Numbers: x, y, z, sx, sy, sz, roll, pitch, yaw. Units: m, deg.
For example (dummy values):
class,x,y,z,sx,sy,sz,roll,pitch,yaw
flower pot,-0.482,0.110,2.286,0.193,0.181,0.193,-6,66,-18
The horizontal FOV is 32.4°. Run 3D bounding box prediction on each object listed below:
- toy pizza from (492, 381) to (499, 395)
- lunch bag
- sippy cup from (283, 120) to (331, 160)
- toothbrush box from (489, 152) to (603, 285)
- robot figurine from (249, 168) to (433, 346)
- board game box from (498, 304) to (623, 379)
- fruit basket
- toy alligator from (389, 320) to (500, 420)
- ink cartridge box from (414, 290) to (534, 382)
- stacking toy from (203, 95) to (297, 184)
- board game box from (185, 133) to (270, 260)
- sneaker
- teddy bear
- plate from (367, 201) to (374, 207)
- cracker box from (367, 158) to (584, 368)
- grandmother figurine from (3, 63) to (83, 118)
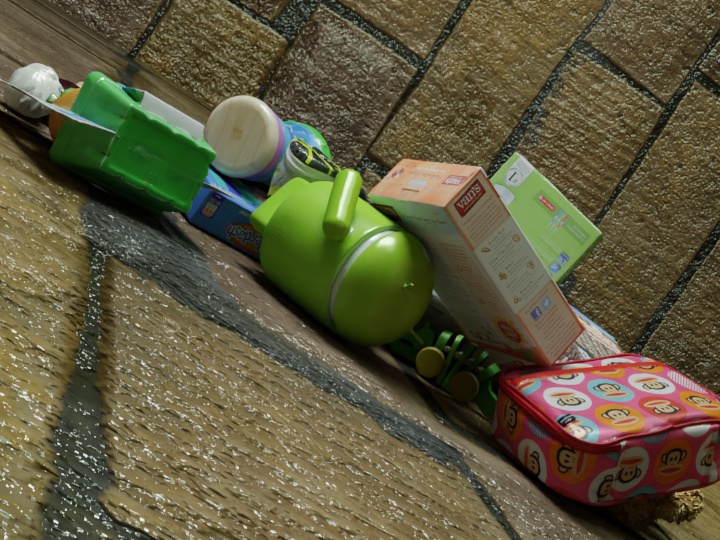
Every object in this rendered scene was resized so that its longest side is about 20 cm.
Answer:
class,x,y,z,sx,sy,sz,roll,pitch,yaw
toy pizza,0.173,0.131,1.506,0.199,0.032,0.200,33,6,-4
lunch bag,0.224,0.137,1.148,0.198,0.083,0.176,-4,23,-28
sippy cup,-0.128,-0.138,1.641,0.176,0.142,0.130,-10,-10,35
toothbrush box,0.180,-0.020,1.529,0.146,0.200,0.086,43,7,11
robot figurine,-0.014,-0.007,1.160,0.199,0.115,0.176,36,-26,35
board game box,0.238,0.121,1.406,0.159,0.097,0.200,34,16,-25
fruit basket,-0.228,-0.129,1.124,0.185,0.094,0.200,28,4,-44
toy alligator,0.076,0.079,1.266,0.199,0.055,0.059,35,5,13
ink cartridge box,0.096,0.034,1.335,0.199,0.084,0.145,31,-24,-20
stacking toy,-0.093,-0.128,1.362,0.085,0.086,0.200,35,6,20
board game box,-0.138,-0.081,1.342,0.151,0.045,0.200,30,15,-33
sneaker,-0.053,-0.085,1.325,0.075,0.077,0.200,41,6,18
teddy bear,0.275,0.209,1.241,0.145,0.067,0.199,35,5,34
plate,0.083,-0.013,1.404,0.199,0.026,0.201,26,-19,10
cracker box,0.108,-0.009,1.161,0.201,0.058,0.134,53,-18,-25
grandmother figurine,-0.304,-0.174,1.275,0.120,0.061,0.200,6,4,10
